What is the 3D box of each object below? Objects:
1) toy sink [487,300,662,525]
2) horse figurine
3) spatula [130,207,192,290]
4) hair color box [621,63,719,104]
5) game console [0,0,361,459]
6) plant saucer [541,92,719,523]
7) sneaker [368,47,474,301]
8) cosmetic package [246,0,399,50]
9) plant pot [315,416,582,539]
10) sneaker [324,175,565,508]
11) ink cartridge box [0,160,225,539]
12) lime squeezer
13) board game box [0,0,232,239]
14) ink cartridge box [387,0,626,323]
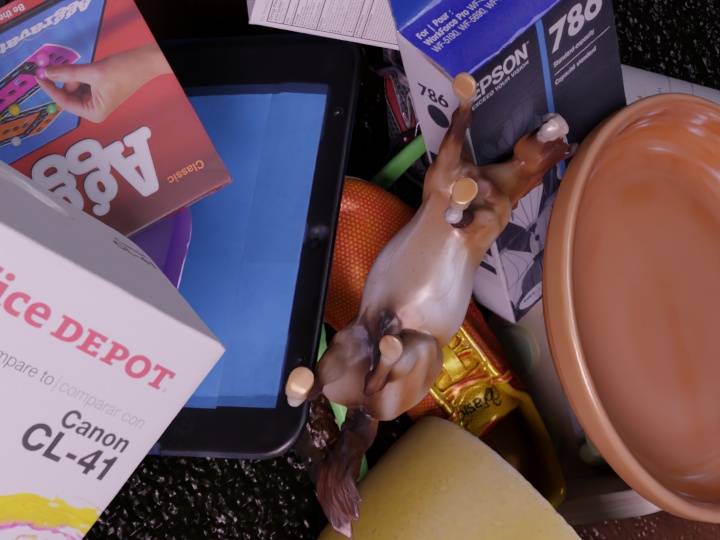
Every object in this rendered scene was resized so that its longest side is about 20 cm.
[{"bbox_3d":[0.154,0.054,0.917,0.200,0.130,0.112,-16,88,-40],"label":"toy sink"},{"bbox_3d":[0.024,0.008,0.699,0.050,0.133,0.200,26,85,11],"label":"horse figurine"},{"bbox_3d":[-0.167,-0.032,0.692,0.200,0.021,0.057,16,71,-9],"label":"spatula"},{"bbox_3d":[0.150,-0.061,0.991,0.200,0.061,0.102,9,72,-37],"label":"hair color box"},{"bbox_3d":[-0.110,-0.031,0.726,0.170,0.118,0.200,24,63,-34],"label":"game console"},{"bbox_3d":[0.151,0.018,0.809,0.200,0.037,0.201,10,75,-41],"label":"plant saucer"},{"bbox_3d":[0.041,-0.082,0.876,0.075,0.080,0.201,17,61,-81],"label":"sneaker"},{"bbox_3d":[-0.017,-0.181,0.817,0.082,0.051,0.200,10,38,-16],"label":"cosmetic package"},{"bbox_3d":[0.031,0.186,0.758,0.142,0.200,0.200,-35,102,-14],"label":"plant pot"},{"bbox_3d":[0.039,0.036,0.806,0.073,0.077,0.200,-41,113,-9],"label":"sneaker"},{"bbox_3d":[-0.167,0.059,0.592,0.148,0.086,0.200,33,98,-42],"label":"ink cartridge box"},{"bbox_3d":[0.000,0.000,0.836,0.070,0.038,0.200,18,93,6],"label":"lime squeezer"},{"bbox_3d":[-0.161,-0.031,0.671,0.200,0.019,0.103,-30,93,-6],"label":"board game box"},{"bbox_3d":[0.074,-0.076,0.784,0.099,0.039,0.200,-42,139,-20],"label":"ink cartridge box"}]
